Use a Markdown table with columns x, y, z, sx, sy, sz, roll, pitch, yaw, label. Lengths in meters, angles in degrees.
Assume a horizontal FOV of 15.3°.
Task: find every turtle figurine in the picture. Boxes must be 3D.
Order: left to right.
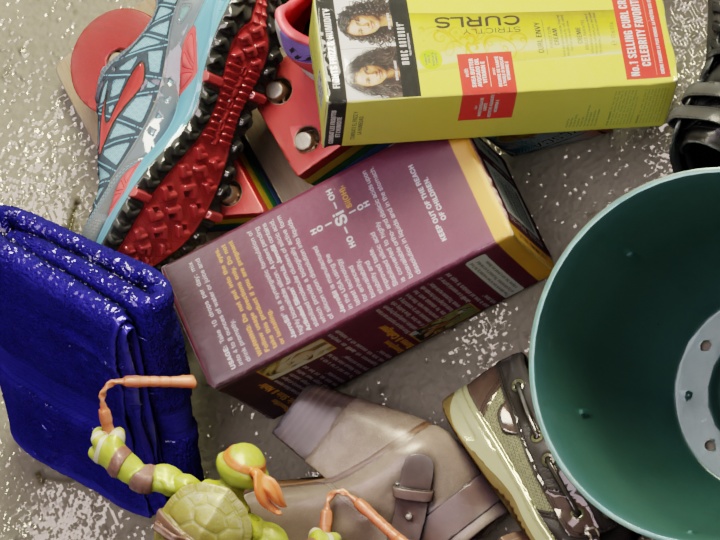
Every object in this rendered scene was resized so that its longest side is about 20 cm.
| x | y | z | sx | sy | sz | roll | pitch | yaw | label |
| --- | --- | --- | --- | --- | --- | --- | --- | --- | --- |
| -0.085 | 0.162 | 1.535 | 0.200 | 0.064 | 0.161 | 27 | 105 | -4 | turtle figurine |

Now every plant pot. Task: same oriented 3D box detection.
| x | y | z | sx | sy | sz | roll | pitch | yaw | label |
| --- | --- | --- | --- | --- | --- | --- | --- | --- | --- |
| 0.210 | 0.058 | 1.468 | 0.200 | 0.161 | 0.201 | -4 | 79 | 20 | plant pot |

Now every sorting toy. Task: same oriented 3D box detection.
| x | y | z | sx | sy | sz | roll | pitch | yaw | label |
| --- | --- | --- | --- | --- | --- | --- | --- | --- | --- |
| -0.079 | -0.106 | 1.660 | 0.199 | 0.070 | 0.200 | -34 | 71 | 12 | sorting toy |

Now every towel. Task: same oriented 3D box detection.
| x | y | z | sx | sy | sz | roll | pitch | yaw | label |
| --- | --- | --- | --- | --- | --- | --- | --- | --- | --- |
| -0.168 | 0.059 | 1.604 | 0.148 | 0.200 | 0.050 | 22 | 52 | 23 | towel |

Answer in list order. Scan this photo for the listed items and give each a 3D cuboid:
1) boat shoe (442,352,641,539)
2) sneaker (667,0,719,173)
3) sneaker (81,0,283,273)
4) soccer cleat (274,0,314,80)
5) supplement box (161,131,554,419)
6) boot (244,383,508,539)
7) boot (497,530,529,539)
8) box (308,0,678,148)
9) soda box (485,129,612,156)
| x | y | z | sx | sy | sz | roll | pitch | yaw | label |
| --- | --- | --- | --- | --- | --- | --- | --- | --- | --- |
| 0.125 | 0.130 | 1.536 | 0.065 | 0.073 | 0.200 | -45 | 68 | 14 | boat shoe |
| 0.212 | -0.120 | 1.481 | 0.071 | 0.099 | 0.200 | 10 | 122 | 34 | sneaker |
| -0.120 | -0.087 | 1.606 | 0.096 | 0.079 | 0.200 | 23 | 84 | 39 | sneaker |
| 0.043 | -0.173 | 1.553 | 0.200 | 0.073 | 0.068 | -27 | 71 | 11 | soccer cleat |
| 0.000 | 0.000 | 1.581 | 0.200 | 0.110 | 0.086 | -27 | 71 | 10 | supplement box |
| -0.013 | 0.169 | 1.590 | 0.146 | 0.070 | 0.200 | 36 | 108 | 11 | boot |
| 0.079 | 0.229 | 1.474 | 0.155 | 0.200 | 0.074 | 55 | 134 | 20 | boot |
| 0.073 | -0.117 | 1.514 | 0.200 | 0.050 | 0.075 | -3 | 62 | -7 | box |
| 0.097 | -0.173 | 1.608 | 0.068 | 0.064 | 0.200 | -13 | 75 | 19 | soda box |
